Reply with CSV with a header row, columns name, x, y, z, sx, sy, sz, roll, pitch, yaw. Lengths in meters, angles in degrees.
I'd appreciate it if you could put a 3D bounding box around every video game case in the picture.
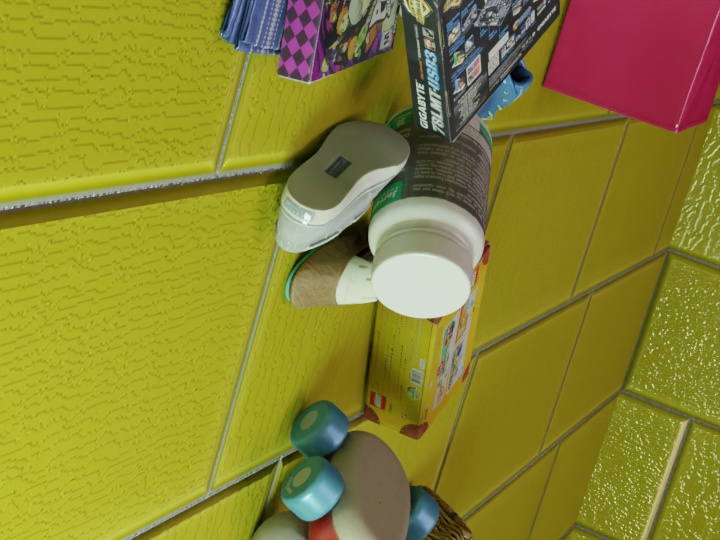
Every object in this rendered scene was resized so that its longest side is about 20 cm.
name,x,y,z,sx,sy,sz,roll,pitch,yaw
video game case,-0.003,-0.265,1.331,0.181,0.036,0.201,-34,138,-62

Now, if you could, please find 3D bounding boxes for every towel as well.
name,x,y,z,sx,sy,sz,roll,pitch,yaw
towel,-0.049,-0.243,1.310,0.200,0.024,0.145,-12,119,-70

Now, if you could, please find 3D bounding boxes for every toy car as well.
name,x,y,z,sx,sy,sz,roll,pitch,yaw
toy car,-0.050,0.275,1.710,0.200,0.184,0.177,-33,-154,24

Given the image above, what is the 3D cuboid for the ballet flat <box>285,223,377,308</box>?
name,x,y,z,sx,sy,sz,roll,pitch,yaw
ballet flat,0.000,0.000,1.616,0.200,0.072,0.068,-27,137,-63

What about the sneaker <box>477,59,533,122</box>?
name,x,y,z,sx,sy,sz,roll,pitch,yaw
sneaker,0.120,-0.176,1.709,0.076,0.105,0.201,-47,151,-48

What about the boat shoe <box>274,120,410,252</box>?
name,x,y,z,sx,sy,sz,roll,pitch,yaw
boat shoe,-0.022,-0.077,1.501,0.201,0.070,0.072,-42,164,-53

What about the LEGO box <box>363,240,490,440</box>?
name,x,y,z,sx,sy,sz,roll,pitch,yaw
LEGO box,0.077,0.071,1.896,0.149,0.077,0.201,-47,151,-48

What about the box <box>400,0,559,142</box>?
name,x,y,z,sx,sy,sz,roll,pitch,yaw
box,0.114,-0.252,1.493,0.200,0.050,0.199,-50,152,-25

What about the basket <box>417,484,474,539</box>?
name,x,y,z,sx,sy,sz,roll,pitch,yaw
basket,0.088,0.415,2.193,0.149,0.142,0.201,-29,137,-61

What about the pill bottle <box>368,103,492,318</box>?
name,x,y,z,sx,sy,sz,roll,pitch,yaw
pill bottle,0.067,-0.060,1.583,0.113,0.113,0.200,88,7,-49

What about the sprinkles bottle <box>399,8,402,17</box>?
name,x,y,z,sx,sy,sz,roll,pitch,yaw
sprinkles bottle,0.074,-0.320,1.487,0.068,0.068,0.200,-50,154,-44

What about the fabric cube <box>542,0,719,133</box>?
name,x,y,z,sx,sy,sz,roll,pitch,yaw
fabric cube,0.383,-0.313,2.155,0.200,0.196,0.200,-24,132,-65
